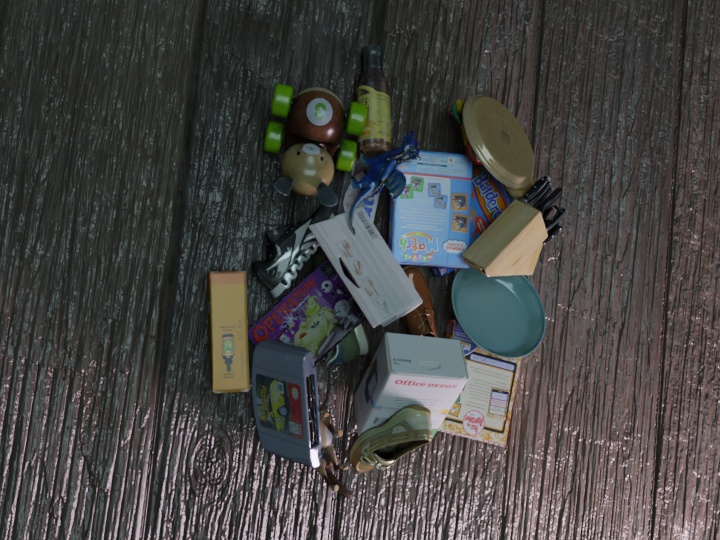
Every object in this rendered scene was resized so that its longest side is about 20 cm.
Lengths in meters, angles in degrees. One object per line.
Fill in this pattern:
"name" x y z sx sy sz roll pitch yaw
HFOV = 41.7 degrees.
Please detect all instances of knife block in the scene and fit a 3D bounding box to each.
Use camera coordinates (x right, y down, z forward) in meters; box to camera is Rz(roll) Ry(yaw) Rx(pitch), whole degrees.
"knife block" 0.286 -0.084 1.700 0.197 0.064 0.179 -2 114 -43

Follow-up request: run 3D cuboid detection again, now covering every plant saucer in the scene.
"plant saucer" 0.249 0.075 1.744 0.196 0.036 0.204 12 57 -18

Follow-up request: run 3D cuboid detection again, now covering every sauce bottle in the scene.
"sauce bottle" 0.023 -0.305 1.709 0.064 0.066 0.205 3 73 -17

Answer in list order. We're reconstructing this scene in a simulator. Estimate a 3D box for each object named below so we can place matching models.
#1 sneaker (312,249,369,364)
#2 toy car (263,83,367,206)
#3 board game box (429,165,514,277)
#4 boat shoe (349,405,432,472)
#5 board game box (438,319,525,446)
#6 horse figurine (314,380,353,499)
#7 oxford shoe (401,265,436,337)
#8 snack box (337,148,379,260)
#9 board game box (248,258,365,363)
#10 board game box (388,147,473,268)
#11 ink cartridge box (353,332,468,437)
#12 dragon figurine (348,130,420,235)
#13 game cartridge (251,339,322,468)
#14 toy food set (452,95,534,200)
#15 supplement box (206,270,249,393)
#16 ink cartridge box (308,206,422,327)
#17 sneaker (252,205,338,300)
"sneaker" -0.058 0.071 1.662 0.089 0.067 0.204 -24 96 -21
"toy car" -0.085 -0.192 1.589 0.161 0.159 0.203 12 46 -7
"board game box" 0.197 -0.099 1.765 0.197 0.045 0.155 -26 94 -18
"boat shoe" 0.051 0.304 1.623 0.072 0.200 0.064 24 42 -34
"board game box" 0.214 0.208 1.750 0.148 0.046 0.205 16 82 -16
"horse figurine" -0.061 0.296 1.632 0.049 0.132 0.205 -14 103 -20
"oxford shoe" 0.111 0.089 1.715 0.070 0.071 0.205 -10 88 -16
"snack box" -0.007 -0.115 1.713 0.070 0.024 0.205 15 82 -16
"board game box" -0.087 0.089 1.626 0.199 0.032 0.121 -42 78 5
"board game box" 0.126 -0.110 1.702 0.148 0.037 0.205 4 85 -15
"ink cartridge box" 0.083 0.203 1.627 0.142 0.202 0.089 6 50 -16
"dragon figurine" 0.039 -0.158 1.615 0.059 0.098 0.203 55 46 -40
"game cartridge" -0.127 0.223 1.591 0.040 0.131 0.205 -18 110 -44
"toy food set" 0.251 -0.234 1.742 0.197 0.048 0.202 18 53 -39
"supplement box" -0.226 0.104 1.611 0.065 0.069 0.205 -1 85 -16
"ink cartridge box" 0.000 0.000 1.596 0.202 0.045 0.175 57 35 7
"sneaker" -0.117 -0.054 1.653 0.090 0.066 0.201 39 79 -13
